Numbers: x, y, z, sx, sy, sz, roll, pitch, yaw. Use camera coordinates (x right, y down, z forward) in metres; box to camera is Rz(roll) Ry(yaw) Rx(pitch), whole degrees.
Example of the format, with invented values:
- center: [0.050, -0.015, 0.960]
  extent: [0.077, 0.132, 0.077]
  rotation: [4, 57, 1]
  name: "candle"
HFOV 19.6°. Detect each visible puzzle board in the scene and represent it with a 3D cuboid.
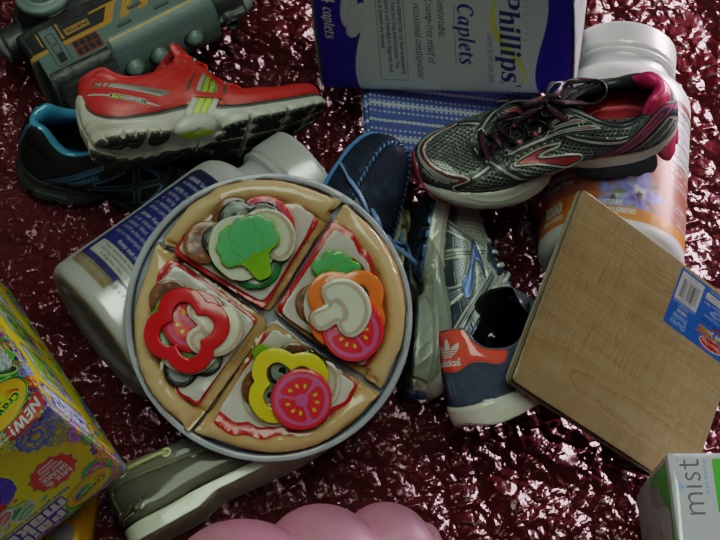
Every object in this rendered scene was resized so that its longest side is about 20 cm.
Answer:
- center: [0.196, 0.055, 1.516]
  extent: [0.200, 0.017, 0.151]
  rotation: [33, 70, -34]
  name: "puzzle board"

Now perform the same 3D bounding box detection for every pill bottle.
- center: [0.199, -0.088, 1.613]
  extent: [0.112, 0.112, 0.200]
  rotation: [8, 62, -2]
  name: "pill bottle"
- center: [-0.113, -0.010, 1.525]
  extent: [0.200, 0.120, 0.120]
  rotation: [-37, 72, -15]
  name: "pill bottle"

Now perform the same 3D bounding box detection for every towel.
- center: [0.069, -0.139, 1.638]
  extent: [0.145, 0.024, 0.200]
  rotation: [5, 40, -6]
  name: "towel"

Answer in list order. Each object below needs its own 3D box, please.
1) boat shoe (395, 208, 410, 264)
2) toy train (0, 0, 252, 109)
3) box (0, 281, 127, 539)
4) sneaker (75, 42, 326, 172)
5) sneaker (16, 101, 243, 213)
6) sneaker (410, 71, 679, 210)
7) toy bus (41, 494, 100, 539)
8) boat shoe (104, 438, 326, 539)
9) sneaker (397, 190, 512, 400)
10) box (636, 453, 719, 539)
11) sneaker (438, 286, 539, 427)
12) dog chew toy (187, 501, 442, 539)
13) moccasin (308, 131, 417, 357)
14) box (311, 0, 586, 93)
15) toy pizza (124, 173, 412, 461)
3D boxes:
- center: [0.005, 0.001, 1.580]
  extent: [0.073, 0.063, 0.201]
  rotation: [-20, 52, 32]
  name: "boat shoe"
- center: [-0.183, -0.199, 1.633]
  extent: [0.200, 0.085, 0.114]
  rotation: [-27, 60, -11]
  name: "toy train"
- center: [-0.300, 0.110, 1.396]
  extent: [0.200, 0.122, 0.193]
  rotation: [-39, 57, -1]
  name: "box"
- center: [-0.117, -0.131, 1.550]
  extent: [0.200, 0.077, 0.085]
  rotation: [-7, 69, -30]
  name: "sneaker"
- center: [-0.163, -0.081, 1.587]
  extent: [0.200, 0.082, 0.073]
  rotation: [5, 60, -6]
  name: "sneaker"
- center: [0.133, -0.104, 1.524]
  extent: [0.200, 0.075, 0.081]
  rotation: [-14, 61, 0]
  name: "sneaker"
- center: [-0.225, 0.190, 1.450]
  extent: [0.078, 0.065, 0.200]
  rotation: [5, 63, -3]
  name: "toy bus"
- center: [-0.088, 0.128, 1.493]
  extent: [0.201, 0.072, 0.060]
  rotation: [-27, 74, -14]
  name: "boat shoe"
- center: [0.078, 0.009, 1.582]
  extent: [0.085, 0.077, 0.200]
  rotation: [11, 69, -12]
  name: "sneaker"
- center: [0.298, 0.236, 1.469]
  extent: [0.176, 0.097, 0.200]
  rotation: [2, 64, -8]
  name: "box"
- center: [0.132, 0.044, 1.522]
  extent: [0.200, 0.075, 0.085]
  rotation: [-25, 99, -45]
  name: "sneaker"
- center: [-0.035, 0.217, 1.432]
  extent: [0.200, 0.125, 0.125]
  rotation: [-17, 66, -23]
  name: "dog chew toy"
- center: [0.000, 0.000, 1.493]
  extent: [0.080, 0.068, 0.200]
  rotation: [22, 84, -41]
  name: "moccasin"
- center: [0.076, -0.230, 1.626]
  extent: [0.200, 0.105, 0.184]
  rotation: [2, 41, 10]
  name: "box"
- center: [-0.063, 0.033, 1.433]
  extent: [0.200, 0.032, 0.201]
  rotation: [0, 90, -2]
  name: "toy pizza"
